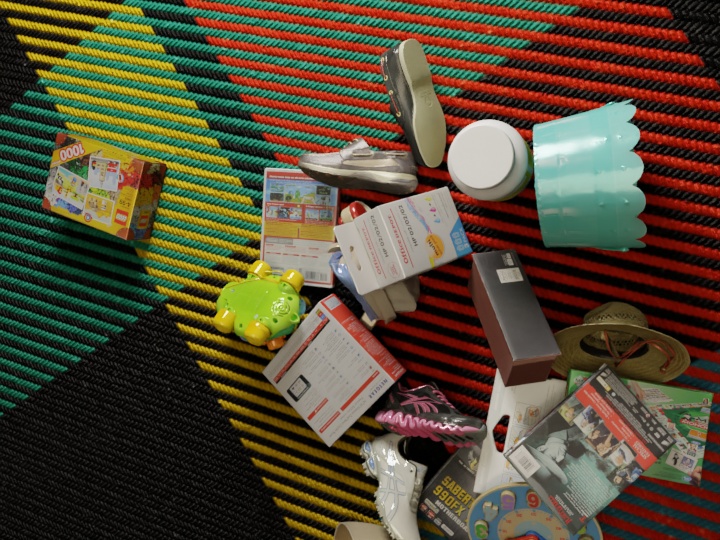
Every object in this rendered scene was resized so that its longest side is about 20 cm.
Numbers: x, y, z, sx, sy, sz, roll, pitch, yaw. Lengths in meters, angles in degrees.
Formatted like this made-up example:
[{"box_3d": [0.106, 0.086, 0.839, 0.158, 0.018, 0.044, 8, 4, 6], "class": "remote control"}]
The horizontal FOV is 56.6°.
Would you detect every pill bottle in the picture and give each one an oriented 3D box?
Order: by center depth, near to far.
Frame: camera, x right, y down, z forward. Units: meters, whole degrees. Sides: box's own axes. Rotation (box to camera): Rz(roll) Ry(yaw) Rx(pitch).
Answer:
[{"box_3d": [0.190, -0.158, 0.973, 0.112, 0.200, 0.113, 1, 95, 18], "class": "pill bottle"}]

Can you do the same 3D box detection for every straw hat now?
[{"box_3d": [0.377, 0.095, 0.990, 0.200, 0.201, 0.085, 5, 56, 18], "class": "straw hat"}]

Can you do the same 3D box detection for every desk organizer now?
[{"box_3d": [0.225, 0.069, 1.012, 0.071, 0.077, 0.201, -7, 50, -8], "class": "desk organizer"}]

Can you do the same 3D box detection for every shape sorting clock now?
[{"box_3d": [0.260, 0.399, 1.008, 0.199, 0.039, 0.201, 8, 123, 13], "class": "shape sorting clock"}]

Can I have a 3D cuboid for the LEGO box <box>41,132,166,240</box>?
[{"box_3d": [-0.482, -0.159, 1.259, 0.199, 0.077, 0.150, 19, 100, 16], "class": "LEGO box"}]

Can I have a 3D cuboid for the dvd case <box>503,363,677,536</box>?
[{"box_3d": [0.325, 0.253, 0.952, 0.200, 0.022, 0.146, -41, 82, -4], "class": "dvd case"}]

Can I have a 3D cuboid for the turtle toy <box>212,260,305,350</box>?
[{"box_3d": [-0.177, 0.067, 1.154, 0.199, 0.101, 0.146, 14, 59, 35], "class": "turtle toy"}]

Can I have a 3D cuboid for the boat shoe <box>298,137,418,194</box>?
[{"box_3d": [-0.001, -0.175, 1.104, 0.199, 0.075, 0.074, 9, 79, 2], "class": "boat shoe"}]

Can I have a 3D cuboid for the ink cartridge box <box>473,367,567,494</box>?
[{"box_3d": [0.279, 0.265, 1.034, 0.173, 0.044, 0.201, 11, 86, 11], "class": "ink cartridge box"}]

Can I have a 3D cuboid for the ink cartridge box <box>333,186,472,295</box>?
[{"box_3d": [0.068, -0.047, 1.022, 0.068, 0.200, 0.116, -25, 86, 51], "class": "ink cartridge box"}]

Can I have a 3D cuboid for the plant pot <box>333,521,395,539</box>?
[{"box_3d": [0.042, 0.514, 1.104, 0.134, 0.200, 0.201, -1, 95, -16], "class": "plant pot"}]

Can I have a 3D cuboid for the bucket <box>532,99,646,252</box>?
[{"box_3d": [0.320, -0.126, 0.937, 0.134, 0.207, 0.208, -4, 93, 21], "class": "bucket"}]

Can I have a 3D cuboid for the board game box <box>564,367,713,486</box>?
[{"box_3d": [0.399, 0.227, 0.979, 0.199, 0.029, 0.135, 9, 88, 10], "class": "board game box"}]

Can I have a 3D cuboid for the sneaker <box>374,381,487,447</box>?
[{"box_3d": [0.117, 0.223, 1.075, 0.199, 0.079, 0.096, 2, 56, 39], "class": "sneaker"}]

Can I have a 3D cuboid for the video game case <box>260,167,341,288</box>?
[{"box_3d": [-0.107, -0.075, 1.174, 0.142, 0.017, 0.201, 6, 97, 18], "class": "video game case"}]

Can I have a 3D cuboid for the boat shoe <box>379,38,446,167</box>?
[{"box_3d": [0.085, -0.262, 1.073, 0.063, 0.074, 0.202, -8, 100, 47], "class": "boat shoe"}]

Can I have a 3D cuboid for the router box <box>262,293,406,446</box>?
[{"box_3d": [-0.050, 0.172, 1.136, 0.180, 0.049, 0.200, 46, 121, 9], "class": "router box"}]

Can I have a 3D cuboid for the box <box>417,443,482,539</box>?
[{"box_3d": [0.210, 0.390, 1.094, 0.200, 0.048, 0.159, 40, 106, 11], "class": "box"}]

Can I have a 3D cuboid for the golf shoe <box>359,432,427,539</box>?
[{"box_3d": [0.071, 0.356, 1.091, 0.097, 0.078, 0.201, -29, 58, 11], "class": "golf shoe"}]

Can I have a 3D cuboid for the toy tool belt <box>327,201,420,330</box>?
[{"box_3d": [0.000, 0.000, 1.087, 0.123, 0.125, 0.200, -30, 105, 24], "class": "toy tool belt"}]
